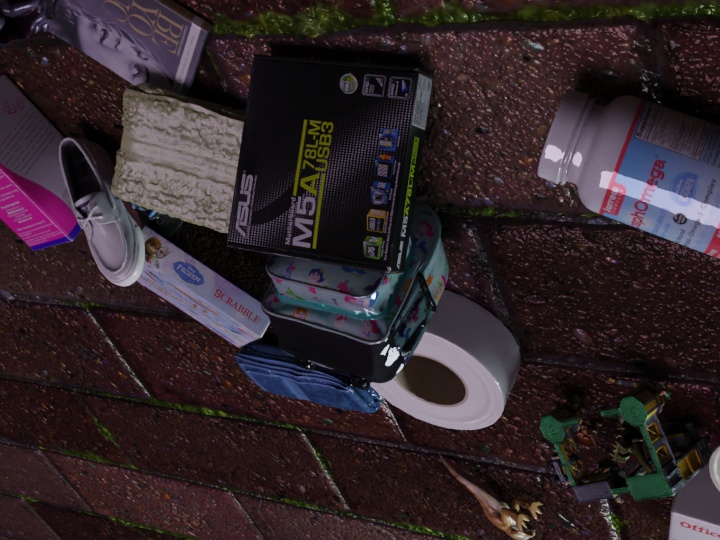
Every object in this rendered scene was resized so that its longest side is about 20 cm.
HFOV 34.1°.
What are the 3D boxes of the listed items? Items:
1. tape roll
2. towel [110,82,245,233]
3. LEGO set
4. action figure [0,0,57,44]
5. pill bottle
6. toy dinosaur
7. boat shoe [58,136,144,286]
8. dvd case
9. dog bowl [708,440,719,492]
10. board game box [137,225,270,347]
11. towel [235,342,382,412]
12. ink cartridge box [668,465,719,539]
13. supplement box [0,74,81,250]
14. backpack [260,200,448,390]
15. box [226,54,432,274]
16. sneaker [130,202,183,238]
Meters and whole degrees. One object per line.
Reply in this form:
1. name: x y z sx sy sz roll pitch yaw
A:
1. tape roll: 0.096 0.111 1.466 0.200 0.071 0.204 19 145 14
2. towel: -0.179 -0.122 1.323 0.197 0.037 0.150 14 113 -1
3. LEGO set: 0.326 0.198 1.410 0.200 0.115 0.155 -35 82 49
4. action figure: -0.408 -0.330 1.222 0.149 0.133 0.201 -42 69 20
5. pill bottle: 0.264 -0.090 1.047 0.198 0.109 0.109 21 146 12
6. toy dinosaur: 0.199 0.349 1.709 0.105 0.061 0.200 -12 129 46
7. boat shoe: -0.321 -0.076 1.433 0.071 0.203 0.068 -23 160 19
8. dvd case: -0.264 -0.269 1.281 0.198 0.016 0.149 31 146 -3
9. dog bowl: 0.495 0.213 1.305 0.198 0.074 0.201 20 145 14
10. board game box: -0.218 0.026 1.553 0.199 0.041 0.199 35 166 -8
11. towel: -0.072 0.154 1.648 0.197 0.049 0.112 8 154 26
12. ink cartridge box: 0.466 0.340 1.481 0.143 0.085 0.201 13 142 22
13. supplement box: -0.436 -0.135 1.504 0.102 0.102 0.201 -9 130 43
14. backpack: 0.000 0.000 1.277 0.175 0.201 0.152 14 140 27
15. box: -0.033 -0.109 1.180 0.191 0.203 0.047 10 -178 24
16. sneaker: -0.259 -0.093 1.447 0.072 0.083 0.201 23 147 6
